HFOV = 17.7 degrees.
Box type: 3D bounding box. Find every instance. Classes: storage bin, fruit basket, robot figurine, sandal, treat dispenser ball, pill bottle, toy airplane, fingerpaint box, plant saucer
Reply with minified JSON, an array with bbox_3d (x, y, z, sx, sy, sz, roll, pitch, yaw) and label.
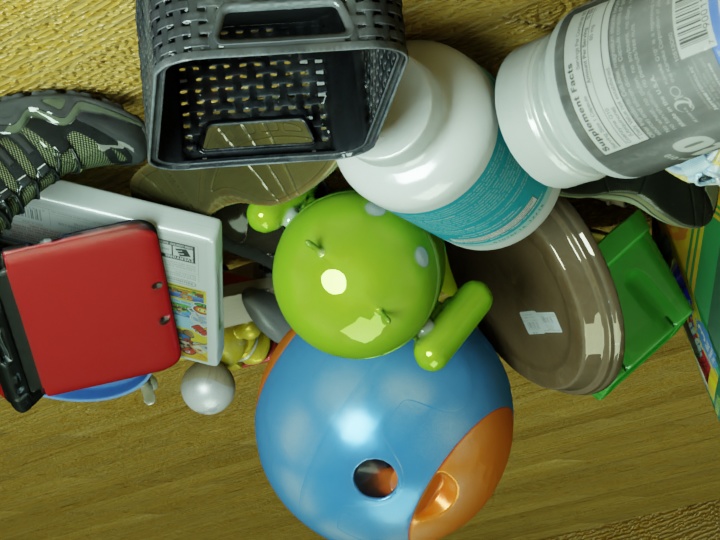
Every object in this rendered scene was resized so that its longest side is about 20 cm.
[{"bbox_3d":[-0.054,-0.131,1.291,0.135,0.094,0.200,-4,167,-8],"label":"storage bin"},{"bbox_3d":[0.159,0.005,1.892,0.155,0.216,0.216,-42,165,-2],"label":"fruit basket"},{"bbox_3d":[0.000,0.000,1.619,0.116,0.175,0.200,-49,179,7],"label":"robot figurine"},{"bbox_3d":[0.185,-0.081,1.671,0.201,0.080,0.057,12,176,-35],"label":"sandal"},{"bbox_3d":[0.018,0.115,1.775,0.200,0.202,0.201,-6,167,-1],"label":"treat dispenser ball"},{"bbox_3d":[0.183,-0.120,1.391,0.114,0.114,0.200,7,162,-42],"label":"pill bottle"},{"bbox_3d":[0.051,-0.083,1.494,0.110,0.111,0.200,-11,166,21],"label":"pill bottle"},{"bbox_3d":[-0.133,0.045,1.878,0.198,0.142,0.200,-2,166,-13],"label":"toy airplane"},{"bbox_3d":[0.299,0.022,1.902,0.073,0.167,0.200,-20,166,2],"label":"fingerpaint box"},{"bbox_3d":[0.123,0.007,1.725,0.029,0.200,0.200,-28,176,-25],"label":"plant saucer"}]

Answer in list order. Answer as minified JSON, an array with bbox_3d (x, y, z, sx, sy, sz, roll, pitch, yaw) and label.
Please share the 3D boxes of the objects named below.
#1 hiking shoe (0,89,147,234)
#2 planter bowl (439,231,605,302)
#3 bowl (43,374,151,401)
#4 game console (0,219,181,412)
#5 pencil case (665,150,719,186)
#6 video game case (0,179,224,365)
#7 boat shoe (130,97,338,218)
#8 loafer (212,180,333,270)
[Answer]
[{"bbox_3d":[-0.232,-0.058,1.490,0.199,0.101,0.076,-3,167,-12],"label":"hiking shoe"},{"bbox_3d":[0.134,0.029,2.052,0.200,0.084,0.200,-6,166,-1],"label":"planter bowl"},{"bbox_3d":[-0.247,0.026,1.780,0.200,0.039,0.201,12,144,9],"label":"bowl"},{"bbox_3d":[-0.234,0.002,1.643,0.119,0.172,0.200,-40,155,-21],"label":"game console"},{"bbox_3d":[0.286,-0.096,1.589,0.200,0.091,0.083,4,142,-41],"label":"pencil case"},{"bbox_3d":[-0.195,-0.006,1.651,0.199,0.023,0.182,14,150,5],"label":"video game case"},{"bbox_3d":[-0.075,-0.078,1.570,0.200,0.073,0.063,-24,-168,46],"label":"boat shoe"},{"bbox_3d":[-0.043,-0.034,1.733,0.071,0.073,0.200,-16,164,32],"label":"loafer"}]
